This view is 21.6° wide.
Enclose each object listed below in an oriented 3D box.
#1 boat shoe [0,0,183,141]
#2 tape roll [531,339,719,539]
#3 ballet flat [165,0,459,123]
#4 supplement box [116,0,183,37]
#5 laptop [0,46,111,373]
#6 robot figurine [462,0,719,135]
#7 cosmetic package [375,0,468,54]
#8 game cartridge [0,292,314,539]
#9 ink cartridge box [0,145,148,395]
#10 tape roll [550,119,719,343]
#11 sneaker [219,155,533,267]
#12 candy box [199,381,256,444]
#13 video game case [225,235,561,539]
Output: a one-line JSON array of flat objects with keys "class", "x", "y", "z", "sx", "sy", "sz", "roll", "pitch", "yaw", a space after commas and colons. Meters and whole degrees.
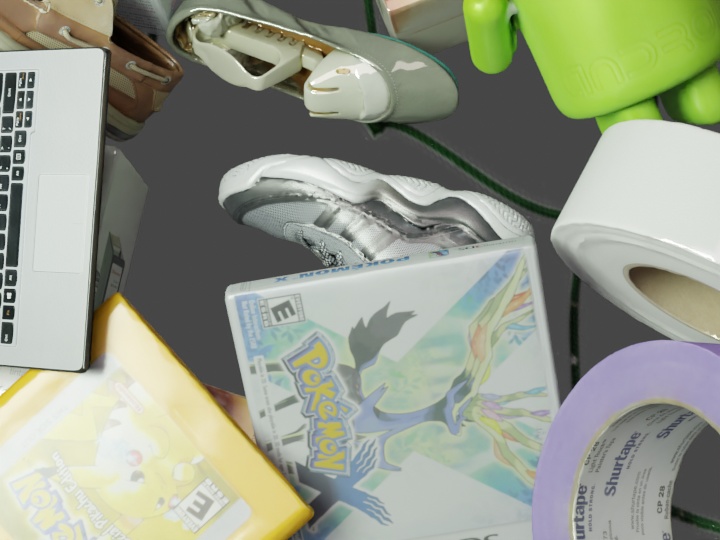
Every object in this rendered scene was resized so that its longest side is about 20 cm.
[{"class": "boat shoe", "x": -0.188, "y": -0.162, "z": 1.190, "sx": 0.072, "sy": 0.200, "sz": 0.076, "roll": -37, "pitch": 47, "yaw": 13}, {"class": "tape roll", "x": 0.193, "y": 0.140, "z": 1.047, "sx": 0.085, "sy": 0.200, "sz": 0.200, "roll": 4, "pitch": 68, "yaw": -38}, {"class": "ballet flat", "x": -0.035, "y": -0.129, "z": 1.222, "sx": 0.200, "sy": 0.067, "sz": 0.064, "roll": 23, "pitch": 47, "yaw": 17}, {"class": "supplement box", "x": -0.167, "y": -0.239, "z": 1.204, "sx": 0.103, "sy": 0.200, "sz": 0.101, "roll": 12, "pitch": 74, "yaw": 11}, {"class": "laptop", "x": -0.260, "y": -0.041, "z": 1.086, "sx": 0.200, "sy": 0.116, "sz": 0.187, "roll": 2, "pitch": 88, "yaw": 33}, {"class": "robot figurine", "x": 0.147, "y": -0.169, "z": 1.120, "sx": 0.175, "sy": 0.116, "sz": 0.200, "roll": -27, "pitch": 101, "yaw": -4}, {"class": "cosmetic package", "x": 0.099, "y": -0.225, "z": 1.225, "sx": 0.200, "sy": 0.087, "sz": 0.103, "roll": -22, "pitch": 72, "yaw": 0}, {"class": "game cartridge", "x": -0.157, "y": 0.142, "z": 1.102, "sx": 0.200, "sy": 0.032, "sz": 0.176, "roll": -42, "pitch": 84, "yaw": -4}, {"class": "ink cartridge box", "x": -0.232, "y": 0.015, "z": 1.196, "sx": 0.145, "sy": 0.084, "sz": 0.200, "roll": 9, "pitch": 75, "yaw": 10}, {"class": "tape roll", "x": 0.213, "y": -0.006, "z": 1.087, "sx": 0.202, "sy": 0.202, "sz": 0.071, "roll": 27, "pitch": 79, "yaw": 14}, {"class": "sneaker", "x": 0.000, "y": 0.000, "z": 1.168, "sx": 0.200, "sy": 0.075, "sz": 0.114, "roll": 12, "pitch": 73, "yaw": 8}, {"class": "candy box", "x": -0.134, "y": 0.163, "z": 1.156, "sx": 0.117, "sy": 0.056, "sz": 0.200, "roll": 19, "pitch": 76, "yaw": 12}, {"class": "video game case", "x": 0.028, "y": 0.089, "z": 1.119, "sx": 0.182, "sy": 0.022, "sz": 0.200, "roll": -9, "pitch": 108, "yaw": 4}]
